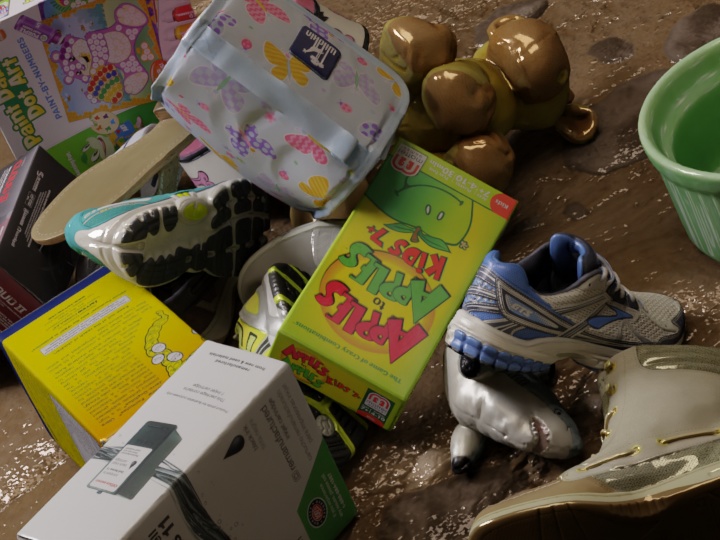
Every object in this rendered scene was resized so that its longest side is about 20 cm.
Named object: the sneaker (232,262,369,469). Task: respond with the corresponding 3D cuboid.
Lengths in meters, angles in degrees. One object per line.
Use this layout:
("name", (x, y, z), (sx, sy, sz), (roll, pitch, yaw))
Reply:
("sneaker", (-0.047, 0.085, 1.724), (0.076, 0.075, 0.200), (-49, 30, 27))

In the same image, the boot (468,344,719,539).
("boot", (0.161, 0.121, 1.523), (0.200, 0.072, 0.155), (-15, 34, 5))

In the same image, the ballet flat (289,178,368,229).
("ballet flat", (-0.029, -0.087, 1.944), (0.069, 0.063, 0.200), (-13, 34, 10))

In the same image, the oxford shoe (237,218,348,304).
("oxford shoe", (0.000, 0.000, 1.796), (0.200, 0.075, 0.058), (-10, 34, 13))

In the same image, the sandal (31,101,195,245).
("sandal", (-0.162, -0.069, 1.871), (0.078, 0.070, 0.212), (11, 51, 49))

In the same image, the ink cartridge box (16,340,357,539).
("ink cartridge box", (-0.111, 0.168, 1.559), (0.083, 0.147, 0.200), (13, 49, 41))

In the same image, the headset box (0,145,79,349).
("headset box", (-0.305, -0.001, 1.920), (0.200, 0.075, 0.149), (-29, 31, 32))

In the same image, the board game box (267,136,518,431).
("board game box", (0.025, 0.007, 1.697), (0.101, 0.048, 0.200), (29, 55, 3))

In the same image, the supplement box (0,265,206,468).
("supplement box", (-0.163, 0.095, 1.728), (0.109, 0.109, 0.200), (-34, 35, -15))

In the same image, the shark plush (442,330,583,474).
("shark plush", (0.100, 0.078, 1.662), (0.083, 0.091, 0.200), (1, 16, -5))

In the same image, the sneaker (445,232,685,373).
("sneaker", (0.151, 0.020, 1.596), (0.200, 0.085, 0.077), (-1, 22, -40))

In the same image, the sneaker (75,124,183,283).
("sneaker", (-0.200, -0.035, 1.989), (0.071, 0.073, 0.200), (-35, 24, 39))

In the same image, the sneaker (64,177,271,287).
("sneaker", (-0.141, -0.036, 1.807), (0.080, 0.078, 0.200), (14, 12, 35))

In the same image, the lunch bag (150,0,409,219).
("lunch bag", (-0.058, -0.128, 1.753), (0.127, 0.169, 0.200), (-54, 4, -1))

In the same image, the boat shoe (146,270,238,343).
("boat shoe", (-0.136, -0.005, 1.892), (0.072, 0.065, 0.200), (-17, 32, 14))

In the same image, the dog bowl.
("dog bowl", (-0.086, -0.151, 1.989), (0.200, 0.074, 0.200), (-42, 21, 20))

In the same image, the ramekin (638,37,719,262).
("ramekin", (0.308, -0.089, 1.706), (0.200, 0.098, 0.200), (-16, 34, 11))

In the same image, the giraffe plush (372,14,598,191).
("giraffe plush", (0.102, -0.136, 1.873), (0.162, 0.173, 0.200), (-24, 6, -19))

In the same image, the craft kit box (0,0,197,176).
("craft kit box", (-0.226, -0.169, 2.058), (0.197, 0.200, 0.049), (-25, 34, -2))
